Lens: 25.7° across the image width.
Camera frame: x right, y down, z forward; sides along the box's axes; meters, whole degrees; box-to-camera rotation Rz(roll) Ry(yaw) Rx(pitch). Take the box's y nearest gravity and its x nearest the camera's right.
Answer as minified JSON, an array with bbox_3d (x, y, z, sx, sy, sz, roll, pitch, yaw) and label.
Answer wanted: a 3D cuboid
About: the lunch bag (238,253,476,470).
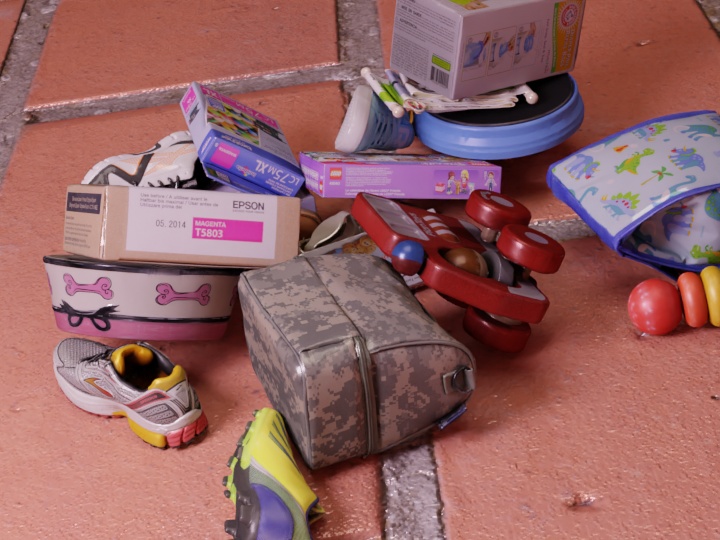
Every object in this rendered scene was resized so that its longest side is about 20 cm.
[{"bbox_3d":[-0.003,0.073,1.450,0.168,0.139,0.200,-17,33,-14],"label":"lunch bag"}]

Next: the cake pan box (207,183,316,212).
[{"bbox_3d":[-0.164,-0.078,1.832,0.200,0.052,0.184,-19,34,-16],"label":"cake pan box"}]

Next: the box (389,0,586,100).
[{"bbox_3d":[0.146,-0.275,1.800,0.200,0.101,0.112,-17,36,-36],"label":"box"}]

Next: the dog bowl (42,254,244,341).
[{"bbox_3d":[-0.218,0.026,1.579,0.200,0.074,0.200,3,2,0],"label":"dog bowl"}]

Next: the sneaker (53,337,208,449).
[{"bbox_3d":[-0.224,0.097,1.521,0.200,0.082,0.078,18,40,38],"label":"sneaker"}]

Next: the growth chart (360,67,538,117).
[{"bbox_3d":[0.100,-0.212,1.801,0.200,0.018,0.145,-7,32,-23],"label":"growth chart"}]

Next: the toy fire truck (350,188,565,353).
[{"bbox_3d":[0.090,-0.010,1.529,0.168,0.112,0.200,12,21,-25],"label":"toy fire truck"}]

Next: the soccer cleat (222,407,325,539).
[{"bbox_3d":[-0.072,0.190,1.367,0.084,0.065,0.200,19,24,-12],"label":"soccer cleat"}]

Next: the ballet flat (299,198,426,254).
[{"bbox_3d":[0.001,-0.043,1.715,0.200,0.070,0.069,-31,37,-33],"label":"ballet flat"}]

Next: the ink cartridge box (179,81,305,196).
[{"bbox_3d":[-0.132,-0.140,1.785,0.119,0.042,0.200,24,22,-25],"label":"ink cartridge box"}]

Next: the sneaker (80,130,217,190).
[{"bbox_3d":[-0.231,-0.098,1.766,0.080,0.074,0.200,22,43,38],"label":"sneaker"}]

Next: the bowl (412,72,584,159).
[{"bbox_3d":[0.159,-0.193,1.839,0.201,0.039,0.201,-5,31,3],"label":"bowl"}]

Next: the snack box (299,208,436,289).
[{"bbox_3d":[0.000,0.000,1.643,0.200,0.072,0.024,-19,-12,-18],"label":"snack box"}]

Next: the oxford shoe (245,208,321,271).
[{"bbox_3d":[-0.132,-0.012,1.710,0.200,0.071,0.071,-18,49,-5],"label":"oxford shoe"}]

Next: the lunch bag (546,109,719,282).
[{"bbox_3d":[0.314,-0.074,1.630,0.200,0.128,0.170,-8,29,-17],"label":"lunch bag"}]

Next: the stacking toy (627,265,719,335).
[{"bbox_3d":[0.356,0.022,1.513,0.200,0.085,0.085,-12,30,5],"label":"stacking toy"}]

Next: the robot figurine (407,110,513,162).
[{"bbox_3d":[0.148,-0.193,1.934,0.145,0.058,0.200,-28,36,-31],"label":"robot figurine"}]

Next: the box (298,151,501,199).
[{"bbox_3d":[0.041,-0.106,1.754,0.200,0.039,0.137,0,9,-13],"label":"box"}]

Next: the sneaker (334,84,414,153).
[{"bbox_3d":[0.024,-0.169,1.806,0.082,0.074,0.200,21,19,1],"label":"sneaker"}]

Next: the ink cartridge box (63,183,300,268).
[{"bbox_3d":[-0.178,-0.044,1.561,0.200,0.075,0.165,3,1,-24],"label":"ink cartridge box"}]
